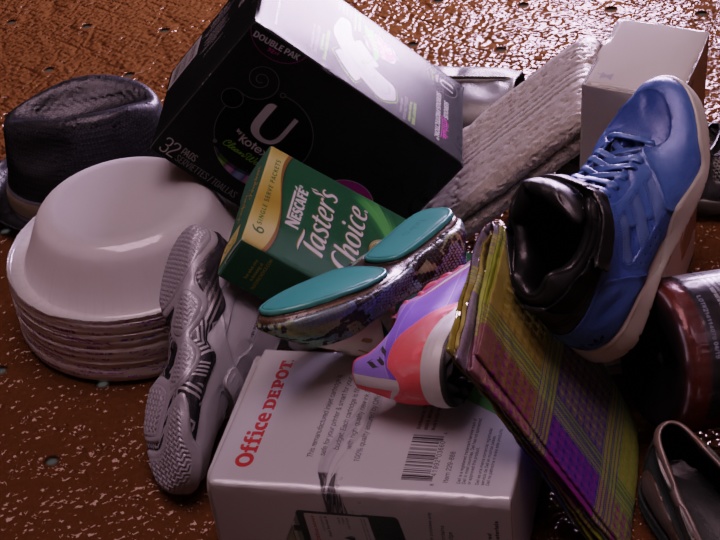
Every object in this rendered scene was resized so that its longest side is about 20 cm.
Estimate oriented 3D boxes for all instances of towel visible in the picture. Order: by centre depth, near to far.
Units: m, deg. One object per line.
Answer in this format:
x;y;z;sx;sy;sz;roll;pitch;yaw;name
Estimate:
0.122;0.076;1.165;0.023;0.200;0.144;-23;30;28;towel
0.117;-0.093;1.439;0.200;0.034;0.133;-37;25;27;towel

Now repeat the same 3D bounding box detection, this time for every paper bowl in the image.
-0.178;-0.013;1.414;0.200;0.105;0.201;-4;36;3;paper bowl

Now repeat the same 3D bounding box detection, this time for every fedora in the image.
-0.238;-0.112;1.568;0.200;0.092;0.201;-5;35;4;fedora

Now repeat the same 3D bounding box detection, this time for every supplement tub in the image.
0.284;0.047;1.223;0.199;0.107;0.107;-7;34;-18;supplement tub

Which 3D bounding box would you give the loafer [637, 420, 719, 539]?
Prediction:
0.231;0.169;1.112;0.072;0.063;0.200;-20;37;-16;loafer

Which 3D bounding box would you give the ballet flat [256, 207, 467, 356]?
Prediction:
0.011;0.021;1.228;0.074;0.075;0.200;22;37;36;ballet flat

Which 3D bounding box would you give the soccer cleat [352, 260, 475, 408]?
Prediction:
0.062;0.027;1.211;0.073;0.068;0.200;1;27;25;soccer cleat

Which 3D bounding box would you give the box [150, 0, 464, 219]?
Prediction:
-0.038;-0.120;1.418;0.200;0.149;0.125;33;32;-18;box

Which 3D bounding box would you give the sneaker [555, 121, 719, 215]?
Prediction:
0.251;-0.112;1.455;0.199;0.115;0.076;14;43;25;sneaker

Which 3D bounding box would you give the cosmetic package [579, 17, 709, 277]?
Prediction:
0.207;-0.072;1.330;0.071;0.201;0.105;12;41;19;cosmetic package

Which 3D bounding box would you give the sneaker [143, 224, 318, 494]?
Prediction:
-0.087;0.070;1.294;0.115;0.075;0.201;15;62;-24;sneaker

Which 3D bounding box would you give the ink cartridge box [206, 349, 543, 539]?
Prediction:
0.015;0.129;1.192;0.199;0.084;0.146;3;35;14;ink cartridge box

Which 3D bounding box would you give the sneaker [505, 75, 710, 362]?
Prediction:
0.156;-0.052;1.163;0.077;0.111;0.201;11;74;44;sneaker

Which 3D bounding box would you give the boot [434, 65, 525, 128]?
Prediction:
0.047;-0.172;1.614;0.199;0.073;0.182;-5;49;16;boot

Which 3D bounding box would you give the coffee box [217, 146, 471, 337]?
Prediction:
0.000;0.000;1.320;0.199;0.044;0.123;29;37;-10;coffee box

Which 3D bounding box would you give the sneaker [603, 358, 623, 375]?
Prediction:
0.149;0.046;1.271;0.199;0.073;0.072;-12;60;-16;sneaker
